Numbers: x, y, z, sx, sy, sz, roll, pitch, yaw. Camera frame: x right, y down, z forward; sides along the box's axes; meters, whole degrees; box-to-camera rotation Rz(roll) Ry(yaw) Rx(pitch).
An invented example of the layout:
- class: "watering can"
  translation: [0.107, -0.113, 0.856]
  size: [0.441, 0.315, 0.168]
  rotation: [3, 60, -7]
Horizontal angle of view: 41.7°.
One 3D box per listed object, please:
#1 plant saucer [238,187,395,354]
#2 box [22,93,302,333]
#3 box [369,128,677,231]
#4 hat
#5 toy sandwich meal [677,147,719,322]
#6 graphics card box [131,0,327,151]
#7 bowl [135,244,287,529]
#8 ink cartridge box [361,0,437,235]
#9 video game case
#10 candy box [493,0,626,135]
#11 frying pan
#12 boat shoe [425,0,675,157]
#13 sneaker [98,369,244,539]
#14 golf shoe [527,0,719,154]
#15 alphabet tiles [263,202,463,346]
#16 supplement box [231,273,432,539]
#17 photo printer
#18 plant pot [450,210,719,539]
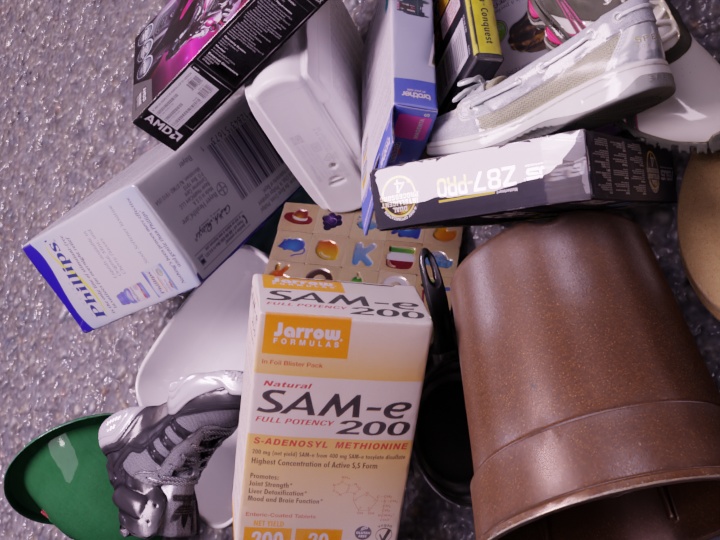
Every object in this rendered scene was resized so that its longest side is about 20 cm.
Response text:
- class: "plant saucer"
  translation: [-0.040, 0.013, 0.895]
  size: [0.198, 0.027, 0.204]
  rotation: [-9, 73, 33]
- class: "box"
  translation: [-0.183, -0.053, 0.892]
  size: [0.198, 0.184, 0.106]
  rotation: [-19, 112, 42]
- class: "box"
  translation: [0.125, -0.062, 0.687]
  size: [0.159, 0.199, 0.050]
  rotation: [-8, 88, 33]
- class: "hat"
  translation: [-0.216, 0.254, 0.864]
  size: [0.166, 0.199, 0.177]
  rotation: [-45, 47, 19]
- class: "toy sandwich meal"
  translation: [0.295, -0.050, 0.628]
  size: [0.204, 0.069, 0.209]
  rotation: [-29, 57, 56]
- class: "graphics card box"
  translation: [-0.106, -0.205, 0.759]
  size: [0.199, 0.051, 0.127]
  rotation: [-39, 41, 26]
- class: "bowl"
  translation: [-0.095, 0.102, 0.849]
  size: [0.201, 0.074, 0.200]
  rotation: [-51, 55, 15]
- class: "ink cartridge box"
  translation: [0.028, -0.140, 0.746]
  size: [0.120, 0.041, 0.203]
  rotation: [110, 166, -56]
- class: "video game case"
  translation: [0.061, -0.193, 0.794]
  size: [0.200, 0.025, 0.184]
  rotation: [121, 147, -62]
- class: "candy box"
  translation: [0.158, -0.204, 0.782]
  size: [0.166, 0.071, 0.203]
  rotation: [-14, 69, 32]
- class: "frying pan"
  translation: [0.062, 0.093, 0.728]
  size: [0.191, 0.115, 0.031]
  rotation: [55, 149, -8]
- class: "boat shoe"
  translation: [0.121, -0.122, 0.652]
  size: [0.201, 0.074, 0.066]
  rotation: [-14, 85, 53]
- class: "sneaker"
  translation: [-0.140, 0.157, 0.778]
  size: [0.198, 0.075, 0.116]
  rotation: [-26, 64, 34]
- class: "golf shoe"
  translation: [0.185, -0.160, 0.644]
  size: [0.077, 0.088, 0.200]
  rotation: [-34, 62, -11]
- class: "alphabet tiles"
  translation: [0.000, 0.000, 0.805]
  size: [0.163, 0.006, 0.202]
  rotation: [5, 53, 10]
- class: "supplement box"
  translation: [-0.026, 0.112, 0.699]
  size: [0.074, 0.124, 0.203]
  rotation: [-112, 28, -67]
- class: "photo printer"
  translation: [-0.041, -0.177, 0.840]
  size: [0.068, 0.167, 0.202]
  rotation: [-17, 51, 17]
- class: "plant pot"
  translation: [0.151, 0.082, 0.647]
  size: [0.199, 0.199, 0.201]
  rotation: [-28, 56, 26]
